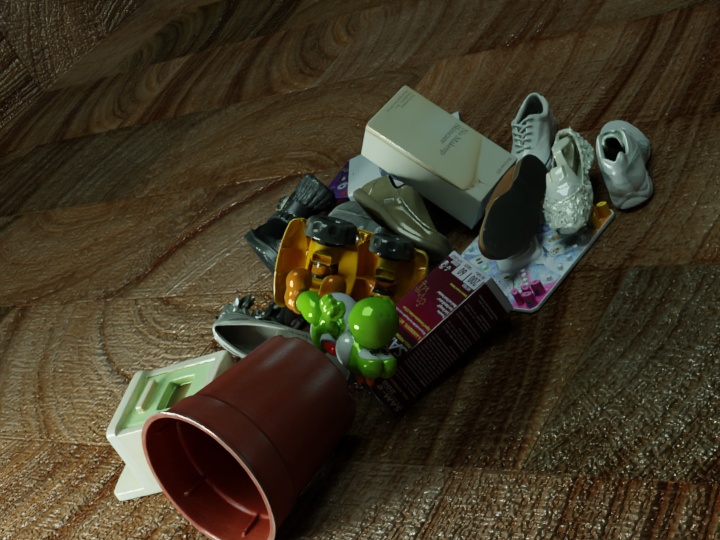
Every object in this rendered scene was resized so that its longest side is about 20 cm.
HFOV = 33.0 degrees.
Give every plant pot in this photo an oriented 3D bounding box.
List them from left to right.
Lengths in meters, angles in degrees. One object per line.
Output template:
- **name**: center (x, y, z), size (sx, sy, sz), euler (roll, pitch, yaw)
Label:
- **plant pot**: center (-0.118, 0.190, 1.427), size (0.200, 0.202, 0.195), euler (-1, 32, 44)

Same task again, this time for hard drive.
- **hard drive**: center (0.074, -0.181, 1.949), size (0.199, 0.026, 0.132), euler (-23, 29, 14)

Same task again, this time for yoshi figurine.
- **yoshi figurine**: center (-0.010, 0.052, 1.477), size (0.112, 0.112, 0.200), euler (-34, 40, -11)

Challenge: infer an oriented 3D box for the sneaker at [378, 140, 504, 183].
- **sneaker**: center (0.120, -0.160, 1.837), size (0.198, 0.090, 0.068), euler (6, 59, -14)

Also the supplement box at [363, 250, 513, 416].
- **supplement box**: center (0.081, 0.076, 1.514), size (0.200, 0.061, 0.109), euler (-43, 29, -4)

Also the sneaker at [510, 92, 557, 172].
- **sneaker**: center (0.246, -0.190, 1.800), size (0.073, 0.071, 0.201), euler (-16, 32, 25)

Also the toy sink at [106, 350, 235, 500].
- **toy sink**: center (-0.252, 0.202, 1.605), size (0.199, 0.112, 0.131), euler (-17, 30, 25)

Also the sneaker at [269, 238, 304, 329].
- **sneaker**: center (-0.110, 0.017, 1.765), size (0.200, 0.116, 0.075), euler (-44, 30, -24)

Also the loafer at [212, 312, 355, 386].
- **loafer**: center (-0.100, 0.106, 1.577), size (0.198, 0.071, 0.070), euler (16, 2, 12)

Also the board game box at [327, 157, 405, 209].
- **board game box**: center (0.034, -0.152, 1.998), size (0.199, 0.032, 0.120), euler (-5, 42, 40)

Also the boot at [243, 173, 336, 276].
- **boot**: center (-0.099, -0.071, 1.909), size (0.158, 0.080, 0.211), euler (-40, 23, -3)

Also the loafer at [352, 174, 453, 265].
- **loafer**: center (0.065, -0.078, 1.691), size (0.068, 0.076, 0.200), euler (-48, 50, -2)

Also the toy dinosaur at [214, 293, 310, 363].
- **toy dinosaur**: center (-0.142, 0.111, 1.658), size (0.198, 0.102, 0.137), euler (-17, 71, 2)

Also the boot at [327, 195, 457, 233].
- **boot**: center (0.043, -0.078, 1.837), size (0.181, 0.073, 0.200), euler (-39, 22, -18)

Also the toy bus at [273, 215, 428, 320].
- **toy bus**: center (0.000, 0.000, 1.668), size (0.198, 0.137, 0.192), euler (14, 10, 9)

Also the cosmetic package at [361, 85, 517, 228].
- **cosmetic package**: center (0.110, -0.162, 1.728), size (0.199, 0.073, 0.104), euler (34, 60, 14)

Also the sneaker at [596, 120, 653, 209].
- **sneaker**: center (0.353, -0.165, 1.647), size (0.070, 0.081, 0.201), euler (-23, 27, 18)

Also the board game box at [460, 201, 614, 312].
- **board game box**: center (0.208, -0.027, 1.621), size (0.199, 0.026, 0.200), euler (7, 45, 49)

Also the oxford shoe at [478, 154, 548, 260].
- **oxford shoe**: center (0.195, -0.072, 1.625), size (0.071, 0.071, 0.200), euler (-36, 14, 43)

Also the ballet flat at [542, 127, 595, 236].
- **ballet flat**: center (0.271, -0.124, 1.620), size (0.071, 0.072, 0.201), euler (-17, 31, 24)
